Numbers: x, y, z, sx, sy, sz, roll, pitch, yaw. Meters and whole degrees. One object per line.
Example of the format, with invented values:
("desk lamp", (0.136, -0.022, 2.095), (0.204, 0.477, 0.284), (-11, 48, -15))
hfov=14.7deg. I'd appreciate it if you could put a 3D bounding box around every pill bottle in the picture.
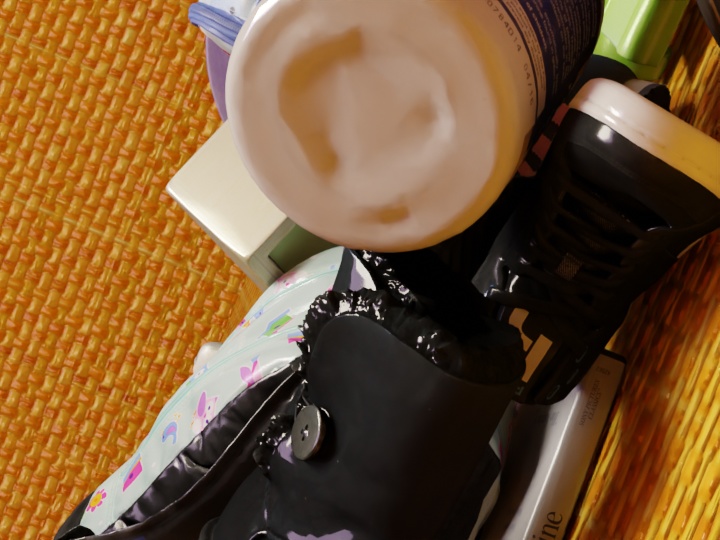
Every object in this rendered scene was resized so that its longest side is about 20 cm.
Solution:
("pill bottle", (0.031, -0.093, 1.068), (0.111, 0.111, 0.200), (-64, -5, 30))

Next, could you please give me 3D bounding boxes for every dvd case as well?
("dvd case", (0.052, 0.130, 1.155), (0.143, 0.018, 0.200), (150, 141, -79))

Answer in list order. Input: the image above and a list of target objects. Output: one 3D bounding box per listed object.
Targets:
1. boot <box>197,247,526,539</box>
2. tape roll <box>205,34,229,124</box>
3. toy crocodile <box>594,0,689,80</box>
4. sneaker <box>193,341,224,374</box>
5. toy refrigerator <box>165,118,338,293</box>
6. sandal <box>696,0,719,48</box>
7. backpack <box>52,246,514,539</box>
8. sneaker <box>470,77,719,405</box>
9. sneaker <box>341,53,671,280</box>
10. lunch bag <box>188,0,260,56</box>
("boot", (0.004, 0.097, 1.001), (0.168, 0.076, 0.200), (-63, 27, 26))
("tape roll", (0.015, -0.128, 1.527), (0.085, 0.200, 0.200), (-105, 38, -78))
("toy crocodile", (0.123, -0.142, 1.288), (0.200, 0.062, 0.068), (-83, 16, -65))
("sneaker", (0.003, 0.017, 1.427), (0.200, 0.081, 0.075), (-38, -4, -4))
("toy refrigerator", (0.000, 0.000, 1.269), (0.076, 0.070, 0.200), (-46, -36, -4))
("sandal", (0.104, -0.161, 1.084), (0.055, 0.200, 0.082), (-34, -15, 24))
("backpack", (-0.024, 0.088, 1.177), (0.200, 0.167, 0.127), (-52, 18, 30))
("sneaker", (0.084, -0.001, 1.037), (0.112, 0.073, 0.200), (-57, -4, -3))
("sneaker", (0.043, -0.041, 1.157), (0.200, 0.082, 0.070), (-29, -38, -45))
("lunch bag", (0.022, -0.097, 1.356), (0.076, 0.200, 0.160), (-62, -10, -3))
